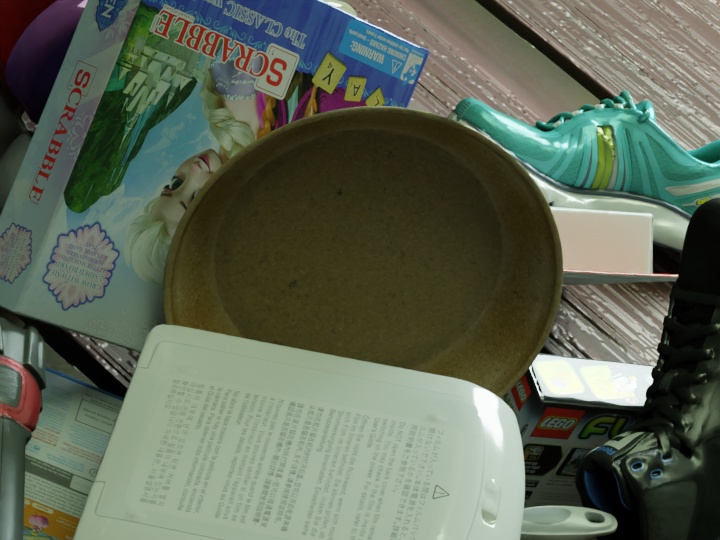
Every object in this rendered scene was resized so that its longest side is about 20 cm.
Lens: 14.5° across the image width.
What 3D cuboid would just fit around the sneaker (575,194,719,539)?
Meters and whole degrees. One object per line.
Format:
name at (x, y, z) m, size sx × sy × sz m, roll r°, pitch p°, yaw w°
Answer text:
sneaker at (0.160, 0.064, 1.401) m, size 0.111 × 0.073 × 0.201 m, roll -3°, pitch 92°, yaw -35°

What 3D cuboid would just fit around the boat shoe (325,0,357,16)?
boat shoe at (-0.059, -0.112, 1.642) m, size 0.199 × 0.075 × 0.073 m, roll -19°, pitch 57°, yaw -42°

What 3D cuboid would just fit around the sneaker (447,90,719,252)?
sneaker at (0.143, -0.072, 1.703) m, size 0.199 × 0.080 × 0.078 m, roll 16°, pitch 12°, yaw -21°

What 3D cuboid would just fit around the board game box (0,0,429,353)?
board game box at (-0.076, -0.052, 1.421) m, size 0.200 × 0.200 × 0.041 m, roll 19°, pitch 4°, yaw -46°

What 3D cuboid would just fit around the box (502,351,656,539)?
box at (0.155, 0.101, 1.502) m, size 0.199 × 0.110 × 0.035 m, roll 7°, pitch 42°, yaw -25°

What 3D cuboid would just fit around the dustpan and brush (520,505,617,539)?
dustpan and brush at (0.024, 0.133, 1.382) m, size 0.199 × 0.057 × 0.140 m, roll 5°, pitch 39°, yaw -5°

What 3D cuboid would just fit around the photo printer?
photo printer at (-0.024, 0.114, 1.324) m, size 0.199 × 0.070 × 0.167 m, roll 10°, pitch 49°, yaw 7°

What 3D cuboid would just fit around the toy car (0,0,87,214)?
toy car at (-0.139, -0.113, 1.490) m, size 0.175 × 0.150 × 0.200 m, roll -32°, pitch 60°, yaw -5°

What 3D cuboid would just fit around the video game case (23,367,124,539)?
video game case at (-0.178, 0.114, 1.358) m, size 0.142 × 0.018 × 0.200 m, roll 23°, pitch 38°, yaw -8°

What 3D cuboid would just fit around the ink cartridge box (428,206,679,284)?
ink cartridge box at (0.079, -0.016, 1.555) m, size 0.199 × 0.173 × 0.044 m, roll 2°, pitch 87°, yaw -30°

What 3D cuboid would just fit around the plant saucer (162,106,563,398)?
plant saucer at (0.000, 0.000, 1.407) m, size 0.199 × 0.201 × 0.036 m, roll 15°, pitch 28°, yaw -16°

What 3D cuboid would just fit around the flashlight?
flashlight at (-0.179, 0.109, 1.300) m, size 0.068 × 0.068 × 0.201 m, roll -13°, pitch 47°, yaw 10°
